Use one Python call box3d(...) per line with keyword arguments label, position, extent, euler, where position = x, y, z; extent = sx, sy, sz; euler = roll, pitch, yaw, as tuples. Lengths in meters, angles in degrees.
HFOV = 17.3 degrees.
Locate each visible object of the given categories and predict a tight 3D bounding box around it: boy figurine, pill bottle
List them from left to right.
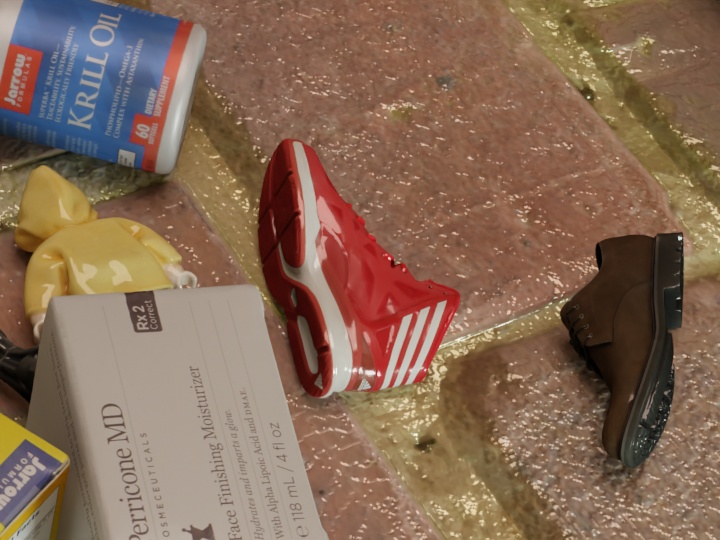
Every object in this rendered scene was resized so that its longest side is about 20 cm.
box3d(label="pill bottle", position=(-0.217, -0.144, 1.678), extent=(0.199, 0.112, 0.113), euler=(13, 47, -3))
box3d(label="boy figurine", position=(-0.176, 0.012, 1.585), extent=(0.124, 0.065, 0.200), euler=(-26, 60, -32))

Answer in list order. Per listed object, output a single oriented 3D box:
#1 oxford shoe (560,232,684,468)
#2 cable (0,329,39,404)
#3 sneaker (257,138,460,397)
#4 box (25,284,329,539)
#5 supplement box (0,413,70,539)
box3d(label="oxford shoe", position=(0.180, 0.056, 1.649), extent=(0.084, 0.073, 0.201), euler=(3, 45, 9))
box3d(label="cable", position=(-0.208, 0.062, 1.535), extent=(0.199, 0.097, 0.050), euler=(22, 43, 33))
box3d(label="sneaker", position=(0.000, 0.000, 1.649), extent=(0.115, 0.078, 0.201), euler=(2, 61, -25))
box3d(label="box", position=(-0.116, 0.147, 1.389), extent=(0.130, 0.200, 0.200), euler=(-4, 51, -19))
box3d(label="supplement box", position=(-0.247, 0.170, 1.334), extent=(0.109, 0.200, 0.109), euler=(30, 48, 12))
